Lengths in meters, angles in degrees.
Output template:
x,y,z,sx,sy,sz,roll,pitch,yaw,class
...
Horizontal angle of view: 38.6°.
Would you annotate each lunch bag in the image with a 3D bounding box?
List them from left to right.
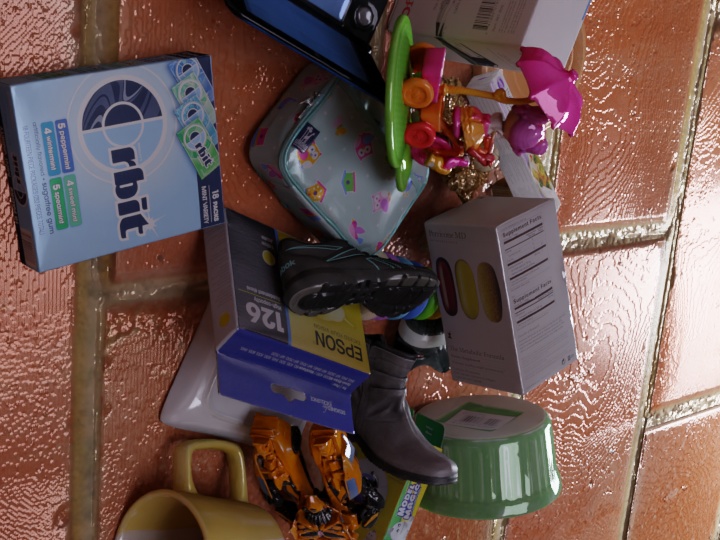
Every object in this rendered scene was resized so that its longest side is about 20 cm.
x,y,z,sx,sy,sz,roll,pitch,yaw,class
-0.017,-0.123,1.116,0.161,0.077,0.200,-53,131,-14,lunch bag

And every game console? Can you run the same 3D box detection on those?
x,y,z,sx,sy,sz,roll,pitch,yaw,class
-0.037,-0.281,1.000,0.200,0.118,0.171,25,88,-34,game console

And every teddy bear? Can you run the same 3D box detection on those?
x,y,z,sx,sy,sz,roll,pitch,yaw,class
0.108,-0.163,1.193,0.067,0.145,0.200,-23,124,16,teddy bear

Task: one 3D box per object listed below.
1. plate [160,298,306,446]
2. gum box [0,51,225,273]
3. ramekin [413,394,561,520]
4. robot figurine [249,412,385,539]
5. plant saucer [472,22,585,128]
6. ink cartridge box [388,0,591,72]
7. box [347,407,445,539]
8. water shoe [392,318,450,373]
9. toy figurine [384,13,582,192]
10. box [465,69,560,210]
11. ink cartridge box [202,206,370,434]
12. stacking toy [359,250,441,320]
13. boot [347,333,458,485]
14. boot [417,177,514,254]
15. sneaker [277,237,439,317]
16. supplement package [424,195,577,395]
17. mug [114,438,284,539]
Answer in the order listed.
x,y,z,sx,sy,sz,roll,pitch,yaw,class
-0.103,0.102,1.148,0.199,0.032,0.200,26,87,-43,plate
-0.227,-0.106,0.960,0.200,0.044,0.170,-18,115,-37,gum box
0.154,0.230,1.310,0.200,0.200,0.098,-13,105,-38,ramekin
-0.054,0.240,1.158,0.058,0.145,0.200,-74,156,-48,robot figurine
0.223,-0.272,1.310,0.200,0.032,0.201,-15,113,-38,plant saucer
0.144,-0.301,1.116,0.084,0.200,0.145,23,89,-46,ink cartridge box
0.021,0.259,1.251,0.048,0.117,0.200,27,85,-46,box
0.114,0.088,1.324,0.200,0.072,0.079,3,127,-41,water shoe
0.126,-0.154,1.024,0.200,0.183,0.150,84,14,-49,toy figurine
0.190,-0.150,1.270,0.200,0.041,0.039,60,41,-23,box
-0.072,0.053,1.071,0.197,0.047,0.200,24,43,-44,ink cartridge box
0.075,0.025,1.234,0.200,0.085,0.086,9,99,-39,stacking toy
0.042,0.153,1.178,0.070,0.200,0.132,6,104,-51,boot
0.160,-0.019,1.310,0.201,0.071,0.144,-34,120,-35,boot
0.000,0.000,1.089,0.200,0.079,0.075,4,137,-39,sneaker
0.163,0.024,1.189,0.109,0.114,0.201,-26,111,-39,supplement package
-0.151,0.293,1.098,0.153,0.149,0.187,13,104,-51,mug
